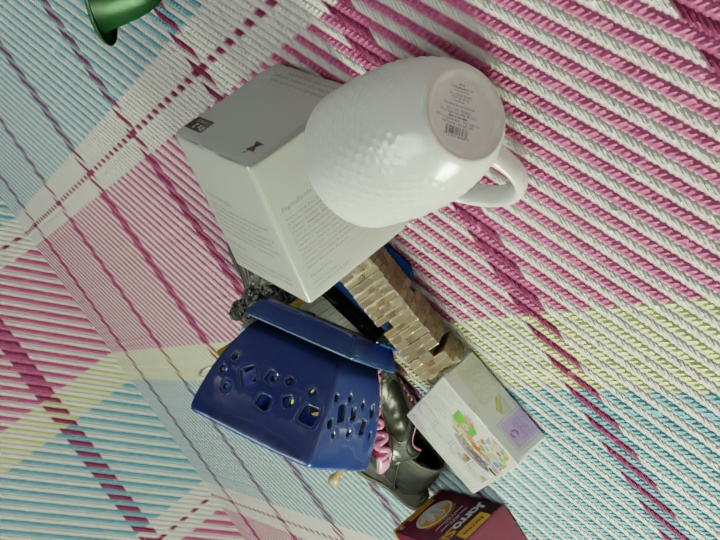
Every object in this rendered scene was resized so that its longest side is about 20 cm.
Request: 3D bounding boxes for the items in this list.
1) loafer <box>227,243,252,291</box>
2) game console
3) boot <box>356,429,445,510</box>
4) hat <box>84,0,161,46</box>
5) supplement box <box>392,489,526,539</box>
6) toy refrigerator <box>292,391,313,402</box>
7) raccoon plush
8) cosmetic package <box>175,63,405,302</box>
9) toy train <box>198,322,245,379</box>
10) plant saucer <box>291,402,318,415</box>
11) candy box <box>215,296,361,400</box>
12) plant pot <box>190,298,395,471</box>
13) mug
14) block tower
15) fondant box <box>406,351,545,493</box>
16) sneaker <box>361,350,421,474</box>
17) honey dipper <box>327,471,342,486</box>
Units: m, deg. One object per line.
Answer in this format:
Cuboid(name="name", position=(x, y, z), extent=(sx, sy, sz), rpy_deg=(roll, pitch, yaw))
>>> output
Cuboid(name="loafer", position=(-0.148, 0.024, 1.772), extent=(0.063, 0.072, 0.201), rpy_deg=(5, 126, 56))
Cuboid(name="game console", position=(0.000, 0.000, 1.507), extent=(0.200, 0.118, 0.171), rpy_deg=(42, -173, 25))
Cuboid(name="boot", position=(0.052, 0.295, 1.778), extent=(0.181, 0.073, 0.200), rpy_deg=(32, 158, 17))
Cuboid(name="hat", position=(-0.263, -0.385, 1.453), extent=(0.166, 0.175, 0.201), rpy_deg=(78, -176, -51))
Cuboid(name="supplement box", position=(0.151, 0.410, 1.699), extent=(0.086, 0.110, 0.200), rpy_deg=(57, 157, -11))
Cuboid(name="toy refrigerator", position=(-0.082, 0.226, 1.940), extent=(0.076, 0.070, 0.201), rpy_deg=(14, 136, 57))
Cuboid(name="raccoon plush", position=(-0.153, -0.004, 1.645), extent=(0.097, 0.134, 0.201), rpy_deg=(19, 141, 56))
Cuboid(name="cosmetic package", position=(-0.080, -0.106, 1.308), extent=(0.165, 0.165, 0.201), rpy_deg=(27, 147, 46))
Cuboid(name="toy train", position=(-0.175, 0.142, 1.872), extent=(0.150, 0.200, 0.056), rpy_deg=(4, 126, 31))
Cuboid(name="plant saucer", position=(-0.039, 0.224, 1.746), extent=(0.200, 0.199, 0.037), rpy_deg=(124, 143, -67))
Cuboid(name="candy box", position=(-0.102, 0.107, 1.631), extent=(0.103, 0.199, 0.026), rpy_deg=(60, 173, -18))
Cuboid(name="plant pot", position=(-0.076, 0.151, 1.503), extent=(0.199, 0.181, 0.200), rpy_deg=(22, 178, 24))
Cuboid(name="mug", position=(0.070, -0.115, 1.060), extent=(0.199, 0.148, 0.175), rpy_deg=(28, 159, -24))
Cuboid(name="block tower", position=(0.047, 0.046, 1.382), extent=(0.058, 0.054, 0.200), rpy_deg=(-35, 103, 26))
Cuboid(name="fondant box", position=(0.147, 0.205, 1.469), extent=(0.144, 0.058, 0.200), rpy_deg=(49, 159, 9))
Cuboid(name="sneaker", position=(0.049, 0.195, 1.632), extent=(0.079, 0.095, 0.201), rpy_deg=(-144, 48, -67))
Cuboid(name="honey dipper", position=(-0.022, 0.308, 1.824), extent=(0.038, 0.038, 0.200), rpy_deg=(47, 148, 14))
